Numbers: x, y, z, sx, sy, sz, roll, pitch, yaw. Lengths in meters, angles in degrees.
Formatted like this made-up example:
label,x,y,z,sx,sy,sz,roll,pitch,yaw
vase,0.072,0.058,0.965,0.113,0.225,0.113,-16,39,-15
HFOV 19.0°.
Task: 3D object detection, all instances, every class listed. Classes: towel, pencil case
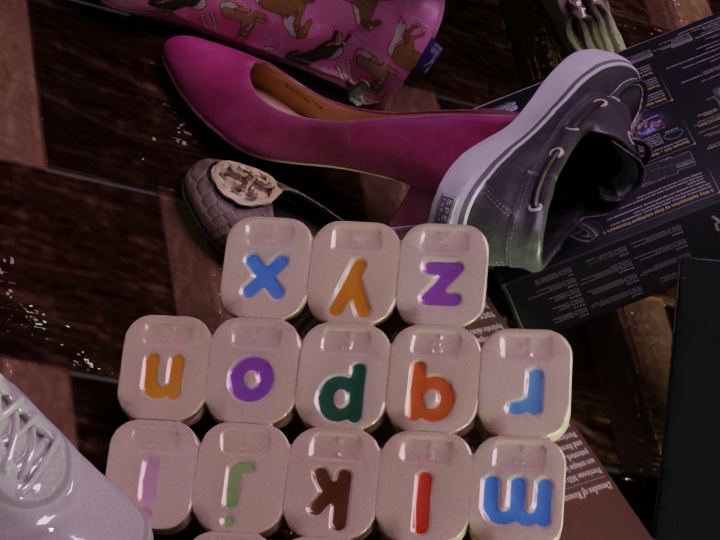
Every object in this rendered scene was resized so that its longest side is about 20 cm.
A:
label,x,y,z,sx,sy,sz,roll,pitch,yaw
towel,0.109,-0.202,1.317,0.200,0.034,0.133,66,5,30
pencil case,-0.053,-0.158,1.165,0.200,0.083,0.087,19,43,-23

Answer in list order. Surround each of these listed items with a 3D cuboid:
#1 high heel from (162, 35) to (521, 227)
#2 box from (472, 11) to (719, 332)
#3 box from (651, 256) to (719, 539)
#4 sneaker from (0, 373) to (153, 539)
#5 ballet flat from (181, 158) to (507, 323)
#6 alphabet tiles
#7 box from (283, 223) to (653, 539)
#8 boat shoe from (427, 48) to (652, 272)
label,x,y,z,sx,sy,sz,roll,pitch,yaw
high heel,-0.009,-0.089,1.106,0.200,0.096,0.067,37,28,16
box,0.156,-0.059,1.135,0.160,0.200,0.044,-106,172,-53
box,0.205,0.068,1.045,0.200,0.079,0.141,4,89,-69
sneaker,-0.166,0.065,0.875,0.200,0.081,0.075,35,38,-8
ballet flat,0.000,0.000,1.086,0.200,0.046,0.067,36,39,-4
alphabet tiles,-0.009,0.070,0.935,0.200,0.015,0.196,2,68,7
box,0.040,0.086,0.992,0.075,0.100,0.200,-7,58,-48
boat shoe,0.105,-0.051,1.039,0.066,0.070,0.200,18,28,24
